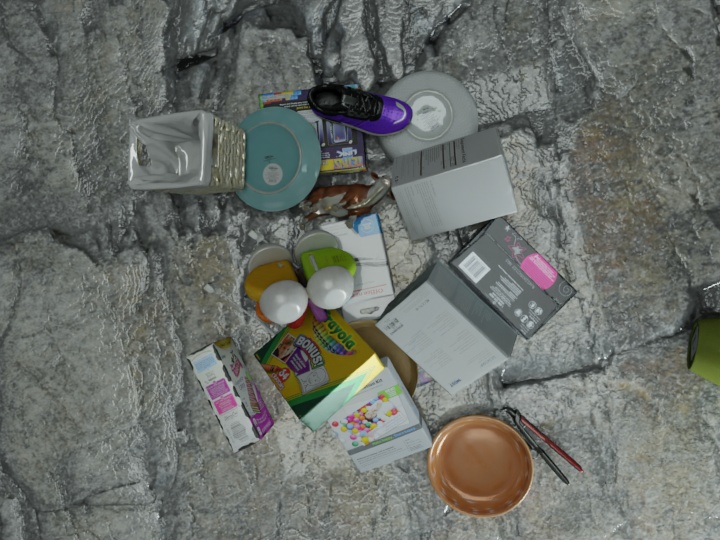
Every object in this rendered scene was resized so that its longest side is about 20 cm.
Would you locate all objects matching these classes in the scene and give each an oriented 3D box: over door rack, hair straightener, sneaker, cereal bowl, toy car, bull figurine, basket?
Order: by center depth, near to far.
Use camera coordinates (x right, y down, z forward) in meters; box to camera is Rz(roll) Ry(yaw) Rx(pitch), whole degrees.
[{"bbox_3d":[-0.101,0.033,1.157,0.199,0.175,0.150,-17,129,-8],"label":"toy car"},{"bbox_3d":[-0.007,-0.295,1.168,0.199,0.100,0.070,12,90,12],"label":"sneaker"},{"bbox_3d":[-0.029,-0.128,1.204,0.200,0.121,0.065,-5,118,39],"label":"bull figurine"},{"bbox_3d":[-0.324,-0.214,1.214,0.199,0.123,0.136,2,90,31],"label":"basket"},{"bbox_3d":[0.128,-0.288,1.231,0.199,0.083,0.201,0,89,4],"label":"cereal bowl"},{"bbox_3d":[0.327,0.341,1.235,0.200,0.041,0.077,42,92,4],"label":"hair straightener"},{"bbox_3d":[-0.178,0.029,1.254,0.200,0.067,0.148,38,93,-17],"label":"over door rack"}]

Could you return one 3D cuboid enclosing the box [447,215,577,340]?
[{"bbox_3d":[0.276,0.013,1.204,0.132,0.115,0.200,-45,86,4],"label":"box"}]

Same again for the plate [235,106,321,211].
[{"bbox_3d":[-0.171,-0.213,1.225,0.199,0.026,0.201,0,92,16],"label":"plate"}]

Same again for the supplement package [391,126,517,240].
[{"bbox_3d":[0.170,-0.157,1.171,0.199,0.120,0.121,-14,123,16],"label":"supplement package"}]

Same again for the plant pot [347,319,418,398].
[{"bbox_3d":[0.016,0.193,1.254,0.199,0.027,0.201,1,94,15],"label":"plant pot"}]

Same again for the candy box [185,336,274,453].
[{"bbox_3d":[-0.245,0.232,1.233,0.061,0.136,0.200,-28,88,2],"label":"candy box"}]

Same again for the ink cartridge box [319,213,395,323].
[{"bbox_3d":[0.000,0.000,1.248,0.115,0.067,0.201,-13,89,4],"label":"ink cartridge box"}]

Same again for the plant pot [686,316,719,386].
[{"bbox_3d":[0.703,0.153,1.153,0.199,0.187,0.188,10,91,19],"label":"plant pot"}]

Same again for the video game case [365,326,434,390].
[{"bbox_3d":[0.128,0.144,1.262,0.199,0.018,0.144,-23,89,4],"label":"video game case"}]

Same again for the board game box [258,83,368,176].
[{"bbox_3d":[-0.091,-0.268,1.261,0.199,0.057,0.166,-4,92,5],"label":"board game box"}]

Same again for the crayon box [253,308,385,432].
[{"bbox_3d":[-0.079,0.165,1.183,0.172,0.058,0.200,-42,44,-6],"label":"crayon box"}]

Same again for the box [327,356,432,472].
[{"bbox_3d":[0.025,0.274,1.212,0.156,0.041,0.200,-23,111,12],"label":"box"}]

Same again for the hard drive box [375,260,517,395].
[{"bbox_3d":[0.154,0.107,1.166,0.200,0.077,0.156,44,128,-5],"label":"hard drive box"}]

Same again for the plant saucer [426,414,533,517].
[{"bbox_3d":[0.228,0.370,1.233,0.199,0.037,0.201,1,96,12],"label":"plant saucer"}]
